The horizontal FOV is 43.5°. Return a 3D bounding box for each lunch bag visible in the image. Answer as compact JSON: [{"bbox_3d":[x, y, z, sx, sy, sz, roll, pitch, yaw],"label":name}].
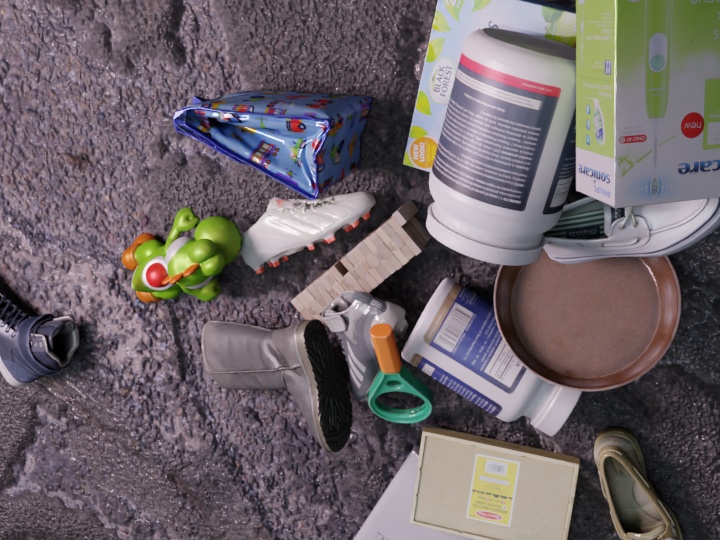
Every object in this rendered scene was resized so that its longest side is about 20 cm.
[{"bbox_3d":[-0.106,-0.168,1.029,0.198,0.151,0.095,18,114,13],"label":"lunch bag"}]

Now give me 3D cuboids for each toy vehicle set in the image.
[{"bbox_3d":[0.166,0.277,1.130,0.197,0.027,0.126,10,100,11],"label":"toy vehicle set"}]

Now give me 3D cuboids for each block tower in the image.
[{"bbox_3d":[0.000,0.000,1.104,0.200,0.054,0.058,-41,92,27],"label":"block tower"}]

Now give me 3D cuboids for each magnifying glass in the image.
[{"bbox_3d":[0.039,0.125,1.053,0.078,0.023,0.201,-1,141,12],"label":"magnifying glass"}]

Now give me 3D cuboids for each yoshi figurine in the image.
[{"bbox_3d":[-0.217,-0.018,1.149,0.199,0.112,0.114,-9,67,50],"label":"yoshi figurine"}]

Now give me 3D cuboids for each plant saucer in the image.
[{"bbox_3d":[0.246,0.035,0.989,0.197,0.035,0.203,-4,71,10],"label":"plant saucer"}]

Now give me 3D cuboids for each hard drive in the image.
[{"bbox_3d":[0.080,0.345,1.209,0.131,0.025,0.201,33,116,7],"label":"hard drive"}]

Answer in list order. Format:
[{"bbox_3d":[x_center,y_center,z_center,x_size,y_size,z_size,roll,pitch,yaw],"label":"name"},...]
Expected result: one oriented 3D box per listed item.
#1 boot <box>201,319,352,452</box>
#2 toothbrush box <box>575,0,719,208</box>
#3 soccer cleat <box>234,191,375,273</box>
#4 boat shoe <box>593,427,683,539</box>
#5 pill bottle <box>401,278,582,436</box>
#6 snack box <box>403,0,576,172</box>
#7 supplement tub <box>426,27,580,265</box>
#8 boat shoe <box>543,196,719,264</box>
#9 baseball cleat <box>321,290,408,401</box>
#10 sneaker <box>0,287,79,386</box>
[{"bbox_3d":[-0.113,0.145,1.156,0.198,0.072,0.184,-11,94,36],"label":"boot"},{"bbox_3d":[0.266,-0.165,0.767,0.143,0.086,0.203,-5,106,-8],"label":"toothbrush box"},{"bbox_3d":[-0.074,-0.062,1.104,0.198,0.069,0.078,-23,97,28],"label":"soccer cleat"},{"bbox_3d":[0.332,0.289,1.077,0.072,0.063,0.203,-17,101,24],"label":"boat shoe"},{"bbox_3d":[0.157,0.104,1.050,0.199,0.111,0.112,31,116,7],"label":"pill bottle"},{"bbox_3d":[0.149,-0.193,0.975,0.167,0.068,0.202,18,112,12],"label":"snack box"},{"bbox_3d":[0.146,-0.122,0.886,0.139,0.140,0.202,19,114,13],"label":"supplement tub"},{"bbox_3d":[0.266,-0.049,0.913,0.198,0.066,0.075,-20,60,37],"label":"boat shoe"},{"bbox_3d":[0.000,0.085,1.098,0.106,0.070,0.201,31,143,9],"label":"baseball cleat"},{"bbox_3d":[-0.486,0.064,1.281,0.145,0.077,0.204,-15,112,35],"label":"sneaker"}]
